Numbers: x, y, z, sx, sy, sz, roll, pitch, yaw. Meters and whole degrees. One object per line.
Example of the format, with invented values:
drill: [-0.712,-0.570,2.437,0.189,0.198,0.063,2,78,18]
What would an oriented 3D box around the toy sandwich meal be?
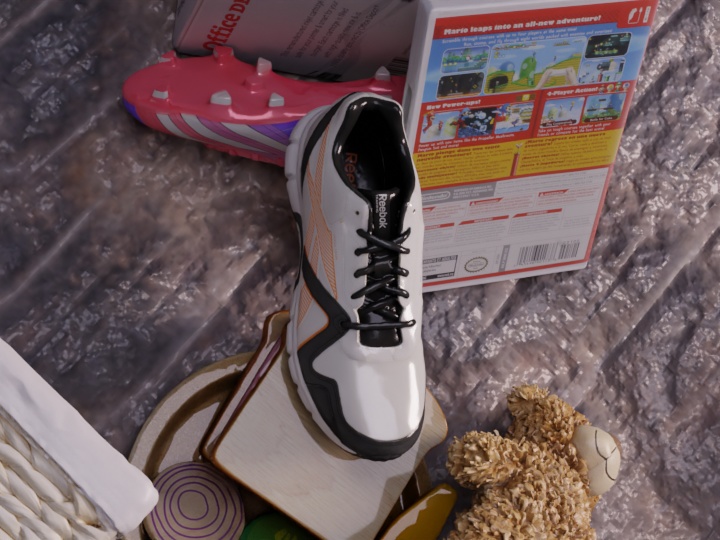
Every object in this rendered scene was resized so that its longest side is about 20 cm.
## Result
toy sandwich meal: [-0.034,0.127,0.901,0.203,0.070,0.208,5,75,-17]

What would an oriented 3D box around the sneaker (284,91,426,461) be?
sneaker: [0.000,0.000,0.865,0.073,0.080,0.202,-5,79,-21]

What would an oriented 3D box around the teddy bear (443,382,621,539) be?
teddy bear: [0.099,0.141,0.895,0.146,0.067,0.199,53,36,8]

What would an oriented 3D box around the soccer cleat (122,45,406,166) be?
soccer cleat: [-0.041,-0.083,0.961,0.198,0.077,0.067,2,39,-4]

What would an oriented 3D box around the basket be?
basket: [-0.225,0.104,0.781,0.200,0.198,0.161,43,72,-4]

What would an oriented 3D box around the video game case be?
video game case: [0.086,-0.073,0.938,0.141,0.201,0.018,-8,43,-20]

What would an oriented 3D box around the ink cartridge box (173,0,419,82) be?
ink cartridge box: [0.003,-0.173,0.949,0.198,0.146,0.085,9,73,-16]
